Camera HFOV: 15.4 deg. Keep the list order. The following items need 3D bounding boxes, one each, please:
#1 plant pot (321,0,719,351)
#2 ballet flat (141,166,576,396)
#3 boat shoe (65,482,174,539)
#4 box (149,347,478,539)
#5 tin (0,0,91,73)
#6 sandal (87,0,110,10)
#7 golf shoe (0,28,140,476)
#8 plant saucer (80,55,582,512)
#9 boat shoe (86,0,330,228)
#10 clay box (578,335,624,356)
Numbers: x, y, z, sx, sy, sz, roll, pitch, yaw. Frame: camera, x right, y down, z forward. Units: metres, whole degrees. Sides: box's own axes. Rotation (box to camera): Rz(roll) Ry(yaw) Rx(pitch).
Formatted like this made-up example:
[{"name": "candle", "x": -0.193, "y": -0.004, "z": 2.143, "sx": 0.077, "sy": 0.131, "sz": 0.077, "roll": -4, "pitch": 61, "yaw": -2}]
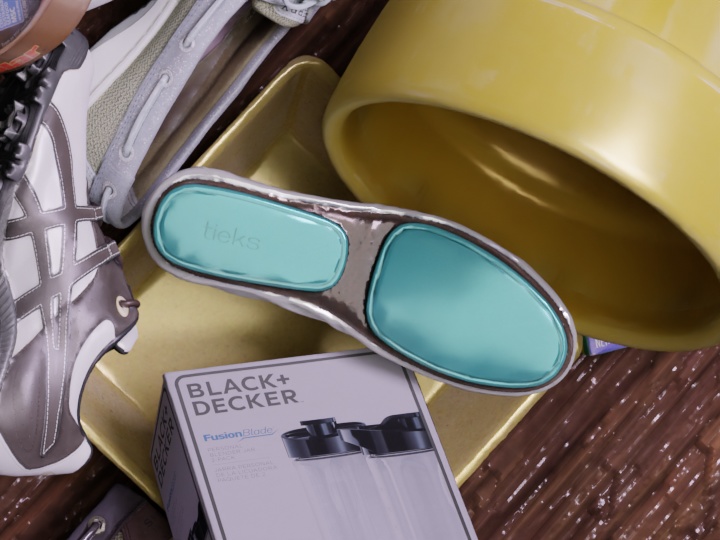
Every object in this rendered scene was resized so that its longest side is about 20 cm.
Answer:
[{"name": "plant pot", "x": 0.112, "y": -0.094, "z": 1.168, "sx": 0.201, "sy": 0.201, "sz": 0.189, "roll": 35, "pitch": 69, "yaw": -17}, {"name": "ballet flat", "x": 0.000, "y": 0.000, "z": 1.180, "sx": 0.200, "sy": 0.069, "sz": 0.069, "roll": 18, "pitch": 88, "yaw": -4}, {"name": "boat shoe", "x": -0.162, "y": 0.176, "z": 1.206, "sx": 0.200, "sy": 0.072, "sz": 0.065, "roll": -40, "pitch": 80, "yaw": 2}, {"name": "box", "x": -0.012, "y": 0.129, "z": 1.135, "sx": 0.117, "sy": 0.200, "sz": 0.060, "roll": -6, "pitch": 138, "yaw": -16}, {"name": "tin", "x": -0.171, "y": -0.181, "z": 1.142, "sx": 0.112, "sy": 0.042, "sz": 0.200, "roll": -17, "pitch": 77, "yaw": 23}, {"name": "sandal", "x": -0.091, "y": -0.163, "z": 1.207, "sx": 0.203, "sy": 0.082, "sz": 0.050, "roll": -34, "pitch": 146, "yaw": -14}, {"name": "golf shoe", "x": -0.137, "y": -0.006, "z": 1.154, "sx": 0.094, "sy": 0.078, "sz": 0.200, "roll": 20, "pitch": 77, "yaw": -26}, {"name": "plant saucer", "x": -0.030, "y": 0.035, "z": 1.244, "sx": 0.200, "sy": 0.048, "sz": 0.200, "roll": 45, "pitch": 80, "yaw": -15}, {"name": "boat shoe", "x": -0.057, "y": -0.106, "z": 1.183, "sx": 0.202, "sy": 0.074, "sz": 0.065, "roll": -42, "pitch": 71, "yaw": 9}, {"name": "clay box", "x": 0.137, "y": -0.069, "z": 1.289, "sx": 0.115, "sy": 0.048, "sz": 0.200, "roll": -14, "pitch": 99, "yaw": -16}]
